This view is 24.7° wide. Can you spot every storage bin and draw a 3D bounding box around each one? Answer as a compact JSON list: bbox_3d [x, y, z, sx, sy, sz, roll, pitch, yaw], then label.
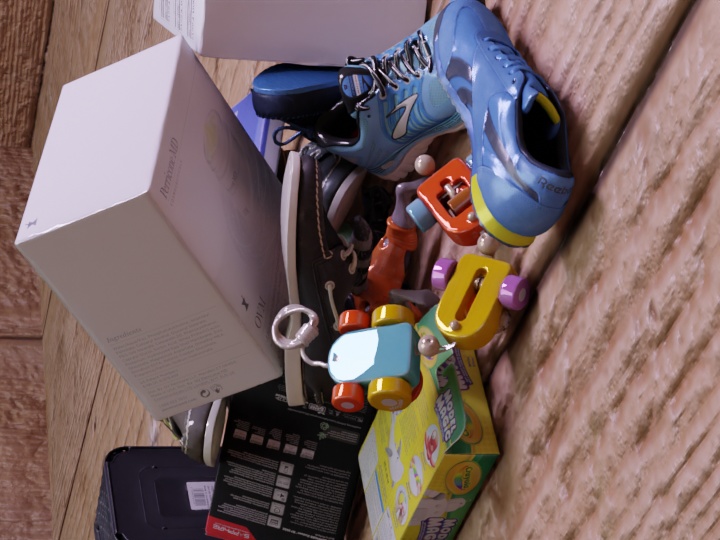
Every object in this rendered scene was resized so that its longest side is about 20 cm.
[{"bbox_3d":[-0.149,0.248,1.581,0.136,0.197,0.095,-109,28,-49],"label":"storage bin"}]

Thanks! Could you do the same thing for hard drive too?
[{"bbox_3d":[-0.110,-0.057,1.478,0.132,0.025,0.203,155,126,-63],"label":"hard drive"}]

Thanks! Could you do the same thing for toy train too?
[{"bbox_3d":[0.042,0.016,1.155,0.150,0.200,0.056,46,177,40],"label":"toy train"}]

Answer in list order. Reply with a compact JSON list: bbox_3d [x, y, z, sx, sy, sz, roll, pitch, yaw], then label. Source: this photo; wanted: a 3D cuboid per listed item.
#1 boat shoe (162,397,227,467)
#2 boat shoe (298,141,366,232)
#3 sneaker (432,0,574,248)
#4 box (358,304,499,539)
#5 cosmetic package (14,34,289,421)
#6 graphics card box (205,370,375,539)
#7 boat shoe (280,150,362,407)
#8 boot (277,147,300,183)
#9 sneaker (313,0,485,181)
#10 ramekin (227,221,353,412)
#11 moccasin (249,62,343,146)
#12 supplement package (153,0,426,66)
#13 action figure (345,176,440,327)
[{"bbox_3d":[-0.148,0.118,1.438,0.202,0.060,0.073,-108,29,-77],"label":"boat shoe"},{"bbox_3d":[-0.032,-0.074,1.383,0.073,0.061,0.200,-62,3,9],"label":"boat shoe"},{"bbox_3d":[0.101,-0.114,1.078,0.079,0.065,0.202,-52,39,43],"label":"sneaker"},{"bbox_3d":[0.050,0.128,1.224,0.201,0.048,0.118,109,156,-48],"label":"box"},{"bbox_3d":[-0.148,-0.034,1.276,0.201,0.122,0.201,55,-156,-35],"label":"cosmetic package"},{"bbox_3d":[-0.058,0.154,1.422,0.051,0.124,0.202,-70,-6,-58],"label":"graphics card box"},{"bbox_3d":[-0.028,0.009,1.217,0.074,0.059,0.202,-94,3,-69],"label":"boat shoe"},{"bbox_3d":[-0.064,-0.063,1.571,0.200,0.074,0.075,127,138,-71],"label":"boot"},{"bbox_3d":[0.030,-0.134,1.227,0.200,0.089,0.079,-47,43,47],"label":"sneaker"},{"bbox_3d":[-0.066,0.053,1.510,0.200,0.096,0.203,-177,90,-73],"label":"ramekin"},{"bbox_3d":[-0.025,-0.135,1.352,0.199,0.080,0.069,-23,-57,-59],"label":"moccasin"},{"bbox_3d":[-0.059,-0.260,1.376,0.200,0.189,0.149,-137,51,-66],"label":"supplement package"},{"bbox_3d":[0.000,0.000,1.314,0.194,0.103,0.202,-50,41,49],"label":"action figure"}]
